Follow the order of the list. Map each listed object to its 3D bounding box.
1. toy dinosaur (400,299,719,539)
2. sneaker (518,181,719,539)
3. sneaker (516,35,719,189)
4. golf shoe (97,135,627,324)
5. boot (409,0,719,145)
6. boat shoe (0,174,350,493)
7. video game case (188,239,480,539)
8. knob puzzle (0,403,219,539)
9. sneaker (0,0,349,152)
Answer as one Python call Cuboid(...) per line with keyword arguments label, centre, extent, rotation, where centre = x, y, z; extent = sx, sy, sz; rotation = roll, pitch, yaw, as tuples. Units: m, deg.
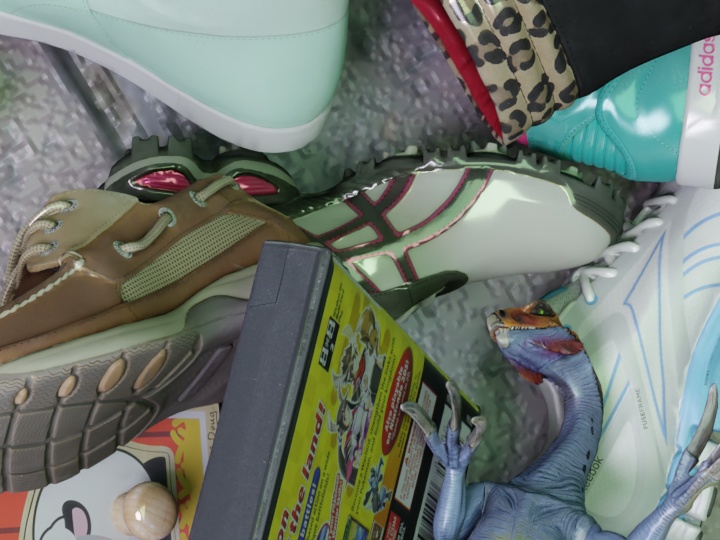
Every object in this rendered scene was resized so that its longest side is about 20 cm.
Cuboid(label="toy dinosaur", centre=(0.040, 0.097, 0.873), extent=(0.105, 0.182, 0.200), rotation=(34, 119, -2))
Cuboid(label="sneaker", centre=(0.106, 0.012, 0.962), extent=(0.086, 0.075, 0.201), rotation=(15, 83, -8))
Cuboid(label="sneaker", centre=(0.085, -0.124, 0.960), extent=(0.120, 0.084, 0.201), rotation=(4, 60, 5))
Cuboid(label="golf shoe", centre=(0.000, 0.000, 0.925), extent=(0.199, 0.077, 0.088), rotation=(-1, 75, -7))
Cuboid(label="boot", centre=(0.069, -0.153, 0.826), extent=(0.150, 0.073, 0.200), rotation=(-29, 95, -3))
Cuboid(label="boat shoe", centre=(-0.085, 0.014, 0.802), extent=(0.072, 0.200, 0.076), rotation=(49, 120, 14))
Cuboid(label="video game case", centre=(-0.015, 0.113, 0.826), extent=(0.025, 0.181, 0.201), rotation=(8, 74, 21))
Cuboid(label="knob puzzle", centre=(-0.114, 0.126, 0.788), extent=(0.219, 0.030, 0.221), rotation=(8, 77, -38))
Cuboid(label="sneaker", centre=(-0.089, -0.132, 0.870), extent=(0.200, 0.118, 0.074), rotation=(25, 46, 5))
